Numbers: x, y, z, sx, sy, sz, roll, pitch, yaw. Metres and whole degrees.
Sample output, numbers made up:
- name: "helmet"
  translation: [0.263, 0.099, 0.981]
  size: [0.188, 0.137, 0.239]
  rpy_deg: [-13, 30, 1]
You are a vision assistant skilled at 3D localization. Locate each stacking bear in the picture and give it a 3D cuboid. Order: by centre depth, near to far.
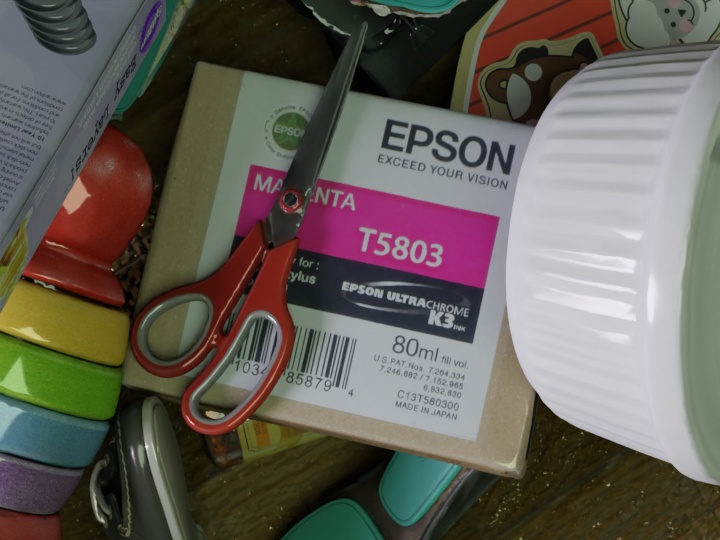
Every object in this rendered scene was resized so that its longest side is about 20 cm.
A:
- name: "stacking bear"
  translation: [-0.157, 0.023, 0.844]
  size: [0.113, 0.121, 0.201]
  rpy_deg: [20, 90, 11]

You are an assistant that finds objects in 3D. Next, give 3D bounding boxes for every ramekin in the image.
- name: "ramekin"
  translation: [0.143, -0.011, 0.840]
  size: [0.202, 0.094, 0.204]
  rpy_deg: [-21, 115, -55]

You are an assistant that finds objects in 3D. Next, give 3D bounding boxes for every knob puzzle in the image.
- name: "knob puzzle"
  translation: [0.135, -0.089, 0.942]
  size: [0.218, 0.030, 0.221]
  rpy_deg: [0, 82, -1]

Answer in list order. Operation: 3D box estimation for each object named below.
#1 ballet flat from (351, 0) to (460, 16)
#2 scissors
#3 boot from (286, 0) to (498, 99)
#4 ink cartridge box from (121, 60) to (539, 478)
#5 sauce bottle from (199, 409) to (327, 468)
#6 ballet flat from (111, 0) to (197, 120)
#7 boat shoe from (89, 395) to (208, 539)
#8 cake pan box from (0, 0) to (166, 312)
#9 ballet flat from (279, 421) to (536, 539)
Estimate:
- name: "ballet flat"
  translation: [-0.038, -0.169, 0.835]
  size: [0.199, 0.064, 0.076]
  rpy_deg: [20, 120, -23]
- name: "scissors"
  translation: [-0.031, -0.017, 0.858]
  size: [0.073, 0.014, 0.200]
  rpy_deg: [36, 87, 14]
- name: "boot"
  translation: [0.032, -0.207, 0.917]
  size: [0.200, 0.066, 0.165]
  rpy_deg: [-41, 108, 4]
- name: "ink cartridge box"
  translation: [0.000, 0.000, 0.896]
  size: [0.199, 0.075, 0.166]
  rpy_deg: [11, 84, 8]
- name: "sauce bottle"
  translation: [0.006, 0.045, 0.973]
  size: [0.199, 0.066, 0.066]
  rpy_deg: [-19, 108, -9]
- name: "ballet flat"
  translation: [-0.099, -0.164, 0.886]
  size: [0.201, 0.064, 0.076]
  rpy_deg: [-57, 141, -12]
- name: "boat shoe"
  translation: [-0.111, 0.131, 0.923]
  size: [0.057, 0.067, 0.201]
  rpy_deg: [-8, 146, -1]
- name: "cake pan box"
  translation: [-0.207, -0.089, 0.785]
  size: [0.199, 0.052, 0.185]
  rpy_deg: [20, 58, 5]
- name: "ballet flat"
  translation: [0.024, 0.134, 0.988]
  size: [0.068, 0.068, 0.200]
  rpy_deg: [10, 133, -48]
